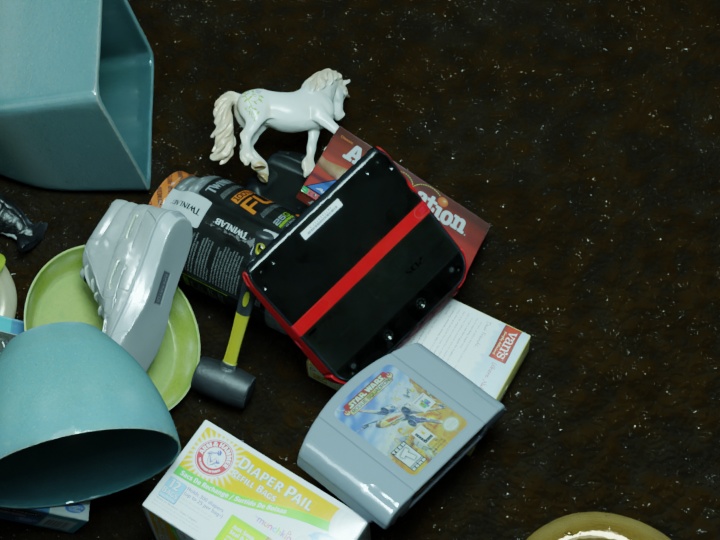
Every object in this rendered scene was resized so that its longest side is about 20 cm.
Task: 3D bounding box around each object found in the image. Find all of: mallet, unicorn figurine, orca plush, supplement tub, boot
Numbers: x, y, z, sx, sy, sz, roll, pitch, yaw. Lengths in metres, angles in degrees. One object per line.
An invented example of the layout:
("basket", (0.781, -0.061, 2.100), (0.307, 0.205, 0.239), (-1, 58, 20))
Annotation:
("mallet", (-0.132, 0.048, 1.641), (0.066, 0.201, 0.041), (14, 23, 9))
("unicorn figurine", (-0.071, -0.167, 1.763), (0.199, 0.074, 0.138), (7, 63, -31))
("orca plush", (-0.455, -0.074, 1.771), (0.199, 0.071, 0.105), (29, 66, 16))
("supplement tub", (-0.129, -0.024, 1.704), (0.199, 0.123, 0.123), (26, 65, 15))
("boot", (-0.250, 0.026, 1.639), (0.095, 0.074, 0.201), (15, 78, 25))

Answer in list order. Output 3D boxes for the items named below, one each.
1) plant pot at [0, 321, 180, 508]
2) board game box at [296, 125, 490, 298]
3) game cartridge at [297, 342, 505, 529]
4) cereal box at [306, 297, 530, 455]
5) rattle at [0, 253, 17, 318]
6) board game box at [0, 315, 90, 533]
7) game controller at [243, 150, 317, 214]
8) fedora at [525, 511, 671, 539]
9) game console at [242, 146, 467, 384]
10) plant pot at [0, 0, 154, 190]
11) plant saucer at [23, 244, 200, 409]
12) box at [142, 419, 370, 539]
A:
("plant pot", (-0.283, 0.128, 1.513), (0.199, 0.200, 0.135), (-14, 67, -5))
("board game box", (0.037, -0.064, 1.708), (0.199, 0.019, 0.103), (32, 54, -5))
("game cartridge", (0.036, 0.156, 1.571), (0.133, 0.042, 0.200), (38, 50, 16))
("cereal box", (0.062, 0.091, 1.681), (0.199, 0.040, 0.144), (26, 65, 15))
("rattle", (-0.453, 0.071, 1.703), (0.142, 0.130, 0.201), (-1, 93, 27))
("board game box", (-0.345, 0.153, 1.616), (0.150, 0.047, 0.201), (17, 58, -27))
("game controller", (-0.031, -0.070, 1.764), (0.199, 0.042, 0.104), (25, 50, 15))
("fedora", (0.234, 0.332, 1.520), (0.199, 0.082, 0.202), (-3, 59, 6))
("game console", (0.000, 0.000, 1.628), (0.200, 0.031, 0.177), (-44, 107, -12))
("plant pot", (-0.356, -0.207, 1.779), (0.199, 0.196, 0.197), (-7, 61, 7))
("plant saucer", (-0.264, 0.069, 1.665), (0.199, 0.031, 0.201), (16, 59, -28))
("box", (-0.101, 0.255, 1.561), (0.199, 0.102, 0.113), (29, 66, 16))
